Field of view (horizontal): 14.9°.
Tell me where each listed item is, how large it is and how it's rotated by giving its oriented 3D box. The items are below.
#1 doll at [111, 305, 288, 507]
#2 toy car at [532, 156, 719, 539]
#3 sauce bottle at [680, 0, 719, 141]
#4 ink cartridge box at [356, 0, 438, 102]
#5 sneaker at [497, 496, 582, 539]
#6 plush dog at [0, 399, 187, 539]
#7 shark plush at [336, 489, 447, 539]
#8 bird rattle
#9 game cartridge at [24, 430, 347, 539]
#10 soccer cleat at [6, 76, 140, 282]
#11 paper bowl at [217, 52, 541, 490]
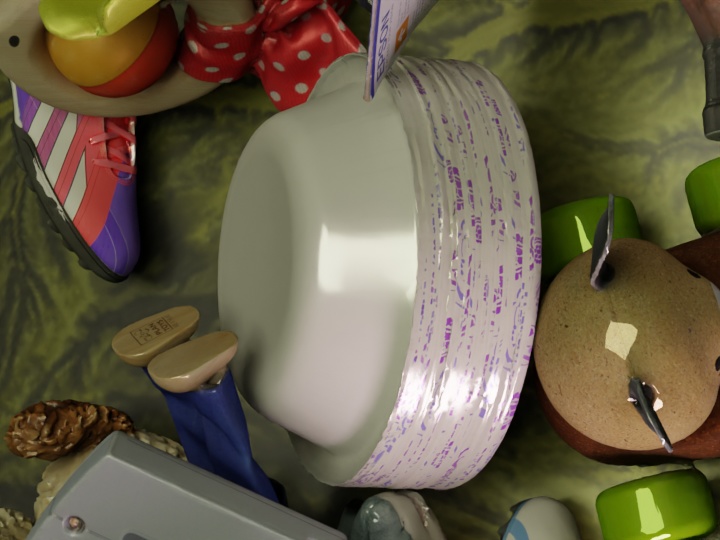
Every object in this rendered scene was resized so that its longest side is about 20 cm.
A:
[{"bbox_3d":[-0.057,0.115,1.278,0.048,0.201,0.136,-28,27,-19],"label":"doll"},{"bbox_3d":[0.140,0.028,1.214,0.157,0.200,0.165,-17,78,12],"label":"toy car"},{"bbox_3d":[0.176,-0.162,1.299,0.066,0.066,0.201,-2,82,21],"label":"sauce bottle"},{"bbox_3d":[0.040,-0.207,1.197,0.040,0.200,0.200,24,50,16],"label":"ink cartridge box"},{"bbox_3d":[0.099,0.182,1.252,0.072,0.072,0.200,-22,40,19],"label":"sneaker"},{"bbox_3d":[-0.135,0.160,1.364,0.200,0.160,0.172,44,85,-8],"label":"plush dog"},{"bbox_3d":[-0.005,0.194,1.315,0.091,0.083,0.201,28,106,15],"label":"shark plush"},{"bbox_3d":[-0.099,-0.129,1.339,0.163,0.200,0.113,-23,64,26],"label":"bird rattle"},{"bbox_3d":[-0.102,0.173,1.235,0.133,0.041,0.201,23,114,-4],"label":"game cartridge"},{"bbox_3d":[-0.143,-0.093,1.418,0.073,0.068,0.201,-24,73,13],"label":"soccer cleat"},{"bbox_3d":[0.000,0.000,1.270,0.104,0.201,0.202,3,83,-21],"label":"paper bowl"}]
